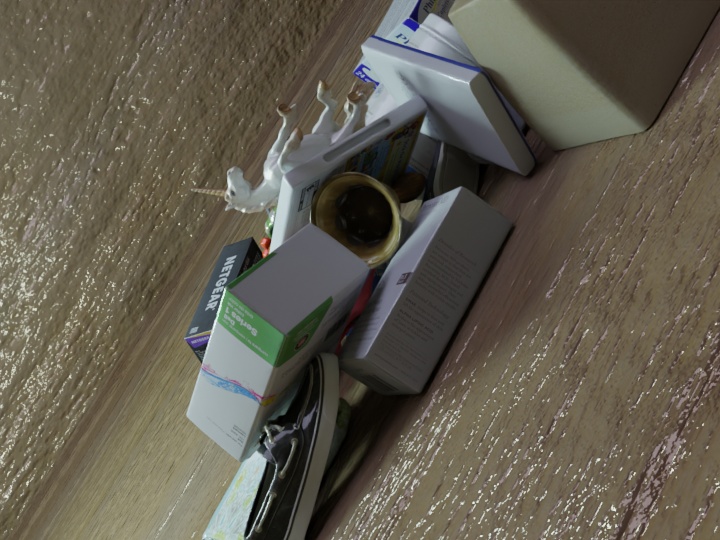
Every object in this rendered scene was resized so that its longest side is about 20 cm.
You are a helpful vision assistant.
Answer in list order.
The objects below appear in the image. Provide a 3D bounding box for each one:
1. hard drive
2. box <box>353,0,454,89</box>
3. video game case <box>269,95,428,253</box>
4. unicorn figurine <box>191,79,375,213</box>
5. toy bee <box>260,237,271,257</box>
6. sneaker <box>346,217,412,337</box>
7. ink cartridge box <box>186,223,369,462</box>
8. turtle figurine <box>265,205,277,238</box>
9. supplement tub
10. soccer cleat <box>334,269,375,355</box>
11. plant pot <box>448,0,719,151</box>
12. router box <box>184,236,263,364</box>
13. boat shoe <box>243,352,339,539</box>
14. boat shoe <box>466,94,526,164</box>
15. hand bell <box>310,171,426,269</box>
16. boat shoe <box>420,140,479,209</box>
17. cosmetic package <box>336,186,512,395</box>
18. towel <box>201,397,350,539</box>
[{"bbox_3d":[0.091,-0.177,1.313,0.025,0.132,0.200,-45,37,-10],"label":"hard drive"},{"bbox_3d":[0.105,-0.385,1.940,0.200,0.104,0.185,-33,26,60],"label":"box"},{"bbox_3d":[-0.017,-0.094,1.371,0.181,0.023,0.200,-33,-16,-21],"label":"video game case"},{"bbox_3d":[-0.069,-0.125,1.310,0.074,0.198,0.138,61,154,29],"label":"unicorn figurine"},{"bbox_3d":[-0.071,-0.023,1.555,0.108,0.199,0.132,37,122,41],"label":"toy bee"},{"bbox_3d":[0.000,0.000,1.467,0.075,0.088,0.201,-41,22,40],"label":"sneaker"},{"bbox_3d":[-0.086,0.074,1.257,0.145,0.084,0.201,-40,-20,-45],"label":"ink cartridge box"},{"bbox_3d":[-0.055,-0.049,1.708,0.200,0.143,0.196,135,148,-57],"label":"turtle figurine"},{"bbox_3d":[0.080,-0.202,1.555,0.201,0.131,0.132,-54,14,7],"label":"supplement tub"},{"bbox_3d":[-0.011,0.013,1.391,0.067,0.076,0.201,104,-168,-69],"label":"soccer cleat"},{"bbox_3d":[0.202,-0.253,1.159,0.201,0.176,0.200,-58,13,-9],"label":"plant pot"},{"bbox_3d":[-0.149,0.079,1.646,0.052,0.158,0.201,-16,31,23],"label":"router box"},{"bbox_3d":[-0.068,0.176,1.223,0.071,0.063,0.202,179,105,-76],"label":"boat shoe"},{"bbox_3d":[0.168,-0.208,1.411,0.066,0.071,0.202,51,-128,-70],"label":"boat shoe"},{"bbox_3d":[0.032,-0.080,1.368,0.104,0.104,0.200,-48,-5,29],"label":"hand bell"},{"bbox_3d":[0.110,-0.140,1.441,0.063,0.072,0.201,-38,29,52],"label":"boat shoe"},{"bbox_3d":[0.062,0.022,1.236,0.201,0.074,0.102,-62,14,-16],"label":"cosmetic package"},{"bbox_3d":[-0.090,0.230,1.346,0.201,0.048,0.171,-61,17,-18],"label":"towel"}]
